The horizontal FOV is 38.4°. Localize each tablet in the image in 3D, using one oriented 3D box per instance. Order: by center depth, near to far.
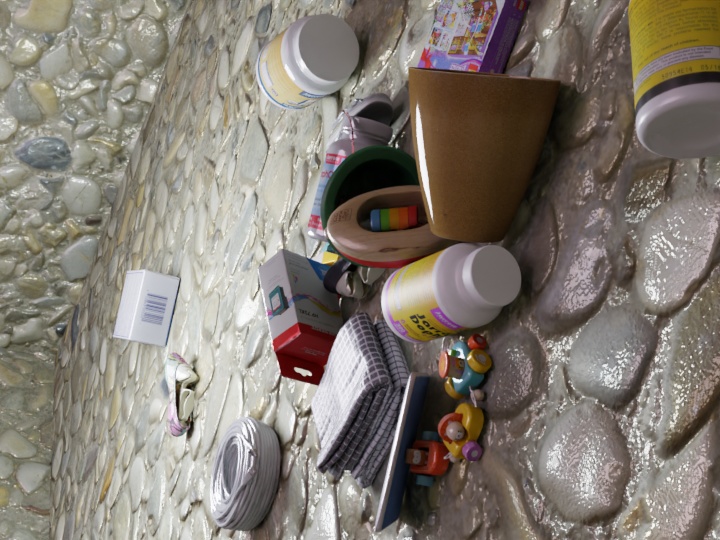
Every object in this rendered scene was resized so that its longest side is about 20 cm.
[{"bbox_3d":[0.054,0.231,1.334,0.130,0.014,0.202,25,-103,-76],"label":"tablet"}]

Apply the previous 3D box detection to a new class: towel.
[{"bbox_3d":[-0.007,0.186,1.492,0.201,0.085,0.166,-64,26,25],"label":"towel"}]

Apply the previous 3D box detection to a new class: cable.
[{"bbox_3d":[-0.210,0.363,1.854,0.201,0.069,0.200,-66,25,23],"label":"cable"}]

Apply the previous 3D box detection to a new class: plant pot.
[{"bbox_3d":[0.141,-0.142,1.273,0.186,0.184,0.202,-146,58,-64],"label":"plant pot"}]

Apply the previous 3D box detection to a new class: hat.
[{"bbox_3d":[0.005,-0.112,1.552,0.201,0.165,0.176,-57,19,-3],"label":"hat"}]

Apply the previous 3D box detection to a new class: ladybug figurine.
[{"bbox_3d":[0.050,-0.054,1.414,0.137,0.198,0.072,-81,-16,-46],"label":"ladybug figurine"}]

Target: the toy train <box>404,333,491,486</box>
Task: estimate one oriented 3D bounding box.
[{"bbox_3d":[0.101,0.173,1.304,0.150,0.055,0.202,-7,71,64],"label":"toy train"}]

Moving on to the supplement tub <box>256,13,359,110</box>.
[{"bbox_3d":[-0.099,-0.388,1.925,0.200,0.143,0.146,-9,68,64],"label":"supplement tub"}]

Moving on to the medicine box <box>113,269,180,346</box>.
[{"bbox_3d":[-0.564,0.098,2.711,0.200,0.102,0.184,-3,75,65],"label":"medicine box"}]

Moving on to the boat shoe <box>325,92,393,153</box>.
[{"bbox_3d":[-0.005,-0.253,1.741,0.202,0.074,0.065,140,133,-63],"label":"boat shoe"}]

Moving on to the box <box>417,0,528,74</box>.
[{"bbox_3d":[0.156,-0.335,1.477,0.138,0.039,0.200,-70,25,12],"label":"box"}]

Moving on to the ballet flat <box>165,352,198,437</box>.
[{"bbox_3d":[-0.398,0.272,2.323,0.071,0.069,0.202,-27,55,36],"label":"ballet flat"}]

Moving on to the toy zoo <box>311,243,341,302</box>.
[{"bbox_3d":[-0.069,0.048,1.776,0.131,0.020,0.202,-8,70,64],"label":"toy zoo"}]

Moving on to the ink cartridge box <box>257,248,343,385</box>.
[{"bbox_3d":[-0.088,0.077,1.655,0.067,0.116,0.202,-35,54,30],"label":"ink cartridge box"}]

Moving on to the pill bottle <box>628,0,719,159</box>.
[{"bbox_3d":[0.314,-0.219,0.985,0.114,0.113,0.202,-35,47,55],"label":"pill bottle"}]

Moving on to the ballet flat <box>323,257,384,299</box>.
[{"bbox_3d":[0.000,0.000,1.600,0.200,0.072,0.074,-46,37,44],"label":"ballet flat"}]

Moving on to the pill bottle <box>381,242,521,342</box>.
[{"bbox_3d":[0.114,0.026,1.295,0.200,0.103,0.105,-25,55,60],"label":"pill bottle"}]

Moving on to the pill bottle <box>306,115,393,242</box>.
[{"bbox_3d":[-0.012,-0.138,1.647,0.109,0.108,0.202,14,90,65],"label":"pill bottle"}]
